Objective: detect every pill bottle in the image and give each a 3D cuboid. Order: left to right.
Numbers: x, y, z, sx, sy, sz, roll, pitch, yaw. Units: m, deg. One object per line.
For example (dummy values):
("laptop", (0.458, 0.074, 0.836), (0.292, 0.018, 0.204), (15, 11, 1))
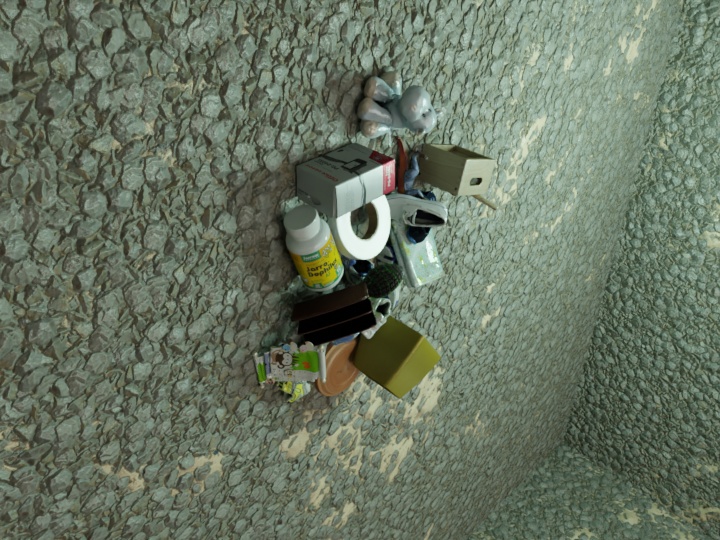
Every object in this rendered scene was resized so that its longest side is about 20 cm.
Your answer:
("pill bottle", (-0.115, -0.054, 1.533), (0.113, 0.112, 0.202), (-43, 140, -23))

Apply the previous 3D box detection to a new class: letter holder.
("letter holder", (-0.064, 0.120, 1.587), (0.195, 0.142, 0.103), (-17, 102, 2))

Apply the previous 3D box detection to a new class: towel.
("towel", (0.161, -0.059, 1.829), (0.170, 0.047, 0.205), (-19, 91, -54))

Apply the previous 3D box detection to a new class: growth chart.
("growth chart", (-0.178, 0.238, 1.617), (0.018, 0.194, 0.147), (-83, 165, -52))

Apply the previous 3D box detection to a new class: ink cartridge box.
("ink cartridge box", (-0.035, -0.215, 1.500), (0.198, 0.144, 0.085), (-29, 134, -36))

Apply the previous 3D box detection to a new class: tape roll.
("tape roll", (-0.001, -0.131, 1.626), (0.200, 0.037, 0.209), (0, 89, -44))

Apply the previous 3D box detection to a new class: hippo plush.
("hippo plush", (0.096, -0.367, 1.539), (0.159, 0.159, 0.202), (-45, 136, -20))

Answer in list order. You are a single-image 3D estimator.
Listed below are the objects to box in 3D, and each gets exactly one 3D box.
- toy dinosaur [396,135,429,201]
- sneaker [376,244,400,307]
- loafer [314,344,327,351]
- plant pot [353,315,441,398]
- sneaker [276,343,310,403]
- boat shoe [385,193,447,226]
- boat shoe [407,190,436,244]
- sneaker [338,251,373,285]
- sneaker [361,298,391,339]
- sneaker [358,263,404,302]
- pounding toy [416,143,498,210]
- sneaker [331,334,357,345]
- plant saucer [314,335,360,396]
("toy dinosaur", (0.118, -0.243, 1.759), (0.198, 0.105, 0.184), (31, 99, -20))
("sneaker", (0.111, 0.001, 1.867), (0.114, 0.080, 0.204), (-27, 130, -35))
("loafer", (-0.112, 0.163, 1.707), (0.068, 0.070, 0.205), (19, 94, -17))
("plant pot", (0.093, 0.255, 1.889), (0.178, 0.198, 0.200), (-56, 148, -10))
("sneaker", (-0.185, 0.278, 1.691), (0.076, 0.075, 0.203), (-39, 136, -27))
("boat shoe", (0.137, -0.156, 1.716), (0.066, 0.194, 0.075), (-84, 175, -52))
("boat shoe", (0.194, -0.151, 1.816), (0.084, 0.068, 0.203), (40, 47, -28))
("sneaker", (0.000, 0.000, 1.729), (0.078, 0.084, 0.200), (-54, 144, -8))
("sneaker", (0.044, 0.101, 1.766), (0.098, 0.202, 0.078), (-32, 120, 18))
("sneaker", (0.033, 0.041, 1.690), (0.198, 0.079, 0.085), (-32, 177, 23))
("pounding toy", (0.289, -0.265, 1.827), (0.197, 0.182, 0.146), (-10, 120, -47))
("sneaker", (-0.033, 0.152, 1.782), (0.077, 0.076, 0.199), (-47, 170, 19))
("plant saucer", (-0.054, 0.280, 1.886), (0.198, 0.032, 0.205), (-28, 131, -37))
